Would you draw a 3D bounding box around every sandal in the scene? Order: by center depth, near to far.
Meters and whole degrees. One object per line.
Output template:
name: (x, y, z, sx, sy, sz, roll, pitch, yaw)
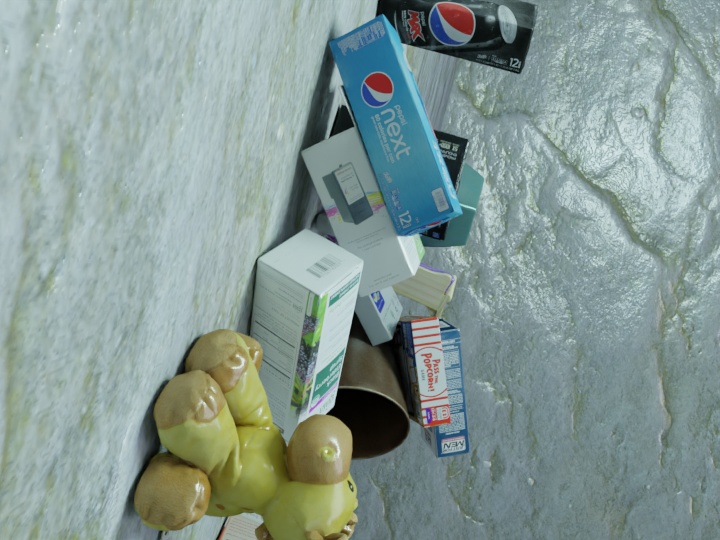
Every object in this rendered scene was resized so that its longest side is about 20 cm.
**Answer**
sandal: (-0.012, -0.047, 0.999, 0.202, 0.081, 0.051, -2, 111, -67)

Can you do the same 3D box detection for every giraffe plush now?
giraffe plush: (-0.073, 0.163, 0.601, 0.173, 0.158, 0.205, -62, 167, -60)

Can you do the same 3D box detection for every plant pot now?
plant pot: (-0.014, 0.154, 1.166, 0.190, 0.181, 0.203, 100, -5, -46)
plant pot: (0.112, -0.131, 1.335, 0.143, 0.195, 0.143, 101, 9, -49)

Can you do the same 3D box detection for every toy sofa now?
toy sofa: (0.073, 0.002, 1.329, 0.083, 0.195, 0.100, -58, 170, -63)

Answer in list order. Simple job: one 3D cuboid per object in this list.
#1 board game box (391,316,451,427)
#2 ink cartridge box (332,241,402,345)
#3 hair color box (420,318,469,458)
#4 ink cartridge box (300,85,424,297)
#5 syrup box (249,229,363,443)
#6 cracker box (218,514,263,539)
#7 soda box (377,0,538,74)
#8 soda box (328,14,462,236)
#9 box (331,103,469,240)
board game box: (0.083, 0.151, 1.170, 0.200, 0.045, 0.156, 167, -84, -80)
ink cartridge box: (0.000, 0.000, 1.111, 0.204, 0.038, 0.100, 65, 23, -16)
hair color box: (0.131, 0.190, 1.231, 0.100, 0.059, 0.206, -146, -129, -78)
ink cartridge box: (-0.001, -0.089, 0.799, 0.117, 0.066, 0.205, -51, 120, -73)
syrup box: (-0.062, 0.071, 0.767, 0.078, 0.080, 0.204, -36, 146, -47)
cracker box: (-0.129, 0.317, 0.975, 0.202, 0.056, 0.136, -69, 171, -46)
soda box: (0.122, -0.316, 0.949, 0.064, 0.195, 0.072, 99, 11, -45)
soda box: (0.037, -0.141, 0.749, 0.068, 0.063, 0.205, -5, 76, -74)
box: (0.046, -0.118, 0.956, 0.200, 0.159, 0.088, 68, 40, -81)
